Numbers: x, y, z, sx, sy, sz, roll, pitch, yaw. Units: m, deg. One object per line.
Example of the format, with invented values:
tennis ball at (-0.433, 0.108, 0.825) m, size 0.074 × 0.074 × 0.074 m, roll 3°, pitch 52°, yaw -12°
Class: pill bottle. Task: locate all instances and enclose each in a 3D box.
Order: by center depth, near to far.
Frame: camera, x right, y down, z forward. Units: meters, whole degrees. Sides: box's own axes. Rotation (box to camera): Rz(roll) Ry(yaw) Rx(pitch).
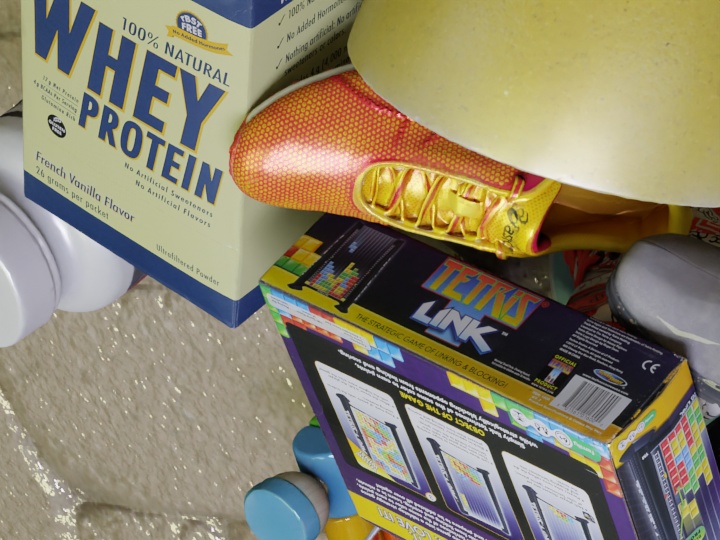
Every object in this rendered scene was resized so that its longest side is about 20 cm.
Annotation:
pill bottle at (-0.134, -0.048, 1.523) m, size 0.111 × 0.200 × 0.111 m, roll 30°, pitch 141°, yaw 28°

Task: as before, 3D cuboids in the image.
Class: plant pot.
plant pot at (0.107, -0.133, 1.214) m, size 0.200 × 0.200 × 0.142 m, roll 28°, pitch 116°, yaw 29°

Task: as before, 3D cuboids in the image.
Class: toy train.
toy train at (0.008, 0.166, 1.630) m, size 0.085 × 0.116 × 0.200 m, roll 12°, pitch 129°, yaw 43°

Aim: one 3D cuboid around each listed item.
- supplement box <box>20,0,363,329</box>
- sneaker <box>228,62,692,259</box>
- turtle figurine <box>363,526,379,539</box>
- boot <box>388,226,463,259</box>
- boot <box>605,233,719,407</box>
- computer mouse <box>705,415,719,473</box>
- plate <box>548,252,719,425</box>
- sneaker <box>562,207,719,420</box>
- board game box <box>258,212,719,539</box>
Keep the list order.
supplement box at (-0.041, -0.124, 1.352) m, size 0.134 × 0.200 × 0.200 m, roll 31°, pitch 139°, yaw 24°
sneaker at (0.044, -0.043, 1.245) m, size 0.199 × 0.077 × 0.073 m, roll 2°, pitch 126°, yaw -4°
turtle figurine at (0.069, 0.124, 1.448) m, size 0.100 × 0.150 × 0.200 m, roll 14°, pitch 118°, yaw -16°
boot at (0.000, 0.000, 1.435) m, size 0.155 × 0.072 × 0.200 m, roll 37°, pitch -176°, yaw -6°
boot at (0.193, 0.007, 1.144) m, size 0.200 × 0.070 × 0.132 m, roll 28°, pitch 140°, yaw 19°
computer mouse at (0.194, 0.091, 1.347) m, size 0.200 × 0.053 × 0.139 m, roll -41°, pitch 45°, yaw 48°
plate at (0.175, 0.029, 1.401) m, size 0.200 × 0.026 × 0.201 m, roll 28°, pitch 138°, yaw 29°
sneaker at (0.113, -0.002, 1.308) m, size 0.201 × 0.108 × 0.067 m, roll 37°, pitch 142°, yaw 40°
board game box at (0.065, 0.075, 1.268) m, size 0.200 × 0.057 × 0.166 m, roll 25°, pitch 151°, yaw 38°
